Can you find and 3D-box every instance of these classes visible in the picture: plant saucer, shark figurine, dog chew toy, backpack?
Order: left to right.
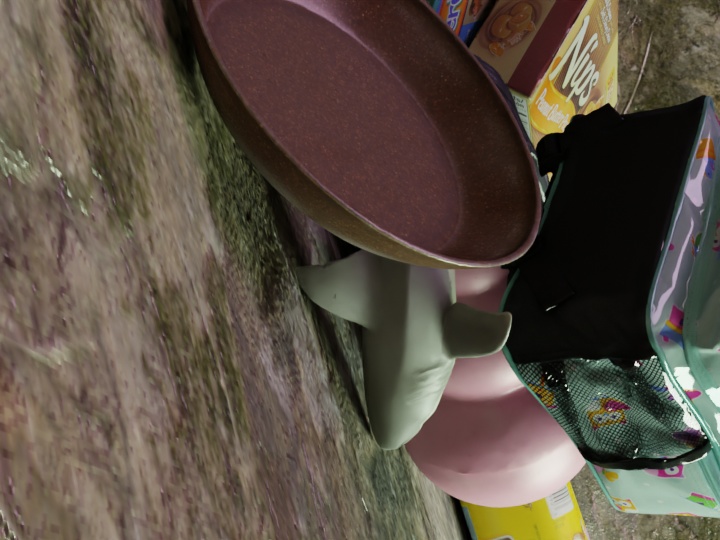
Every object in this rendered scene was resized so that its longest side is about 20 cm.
[{"bbox_3d":[-0.003,-0.075,0.637,0.199,0.037,0.202,30,36,-25],"label":"plant saucer"},{"bbox_3d":[0.002,-0.020,0.700,0.128,0.088,0.218,159,-76,-64],"label":"shark figurine"},{"bbox_3d":[0.069,0.035,0.813,0.125,0.123,0.202,-94,169,-60],"label":"dog chew toy"},{"bbox_3d":[0.173,0.031,0.741,0.201,0.151,0.177,63,36,-42],"label":"backpack"}]

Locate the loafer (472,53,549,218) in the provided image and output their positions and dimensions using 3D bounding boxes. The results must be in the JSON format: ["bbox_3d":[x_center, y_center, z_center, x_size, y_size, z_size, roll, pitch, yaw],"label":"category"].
[{"bbox_3d":[0.072,-0.065,0.838,0.200,0.068,0.071,40,24,-59],"label":"loafer"}]

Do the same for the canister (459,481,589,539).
[{"bbox_3d":[0.134,0.224,1.037,0.148,0.086,0.202,15,56,-81],"label":"canister"}]

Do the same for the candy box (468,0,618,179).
[{"bbox_3d":[0.124,-0.124,0.958,0.116,0.055,0.200,-59,160,-14],"label":"candy box"}]

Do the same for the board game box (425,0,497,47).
[{"bbox_3d":[0.067,-0.177,0.898,0.200,0.045,0.154,-27,138,-60],"label":"board game box"}]

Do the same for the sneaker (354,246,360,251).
[{"bbox_3d":[0.030,-0.041,0.929,0.200,0.075,0.115,-88,161,-59],"label":"sneaker"}]
